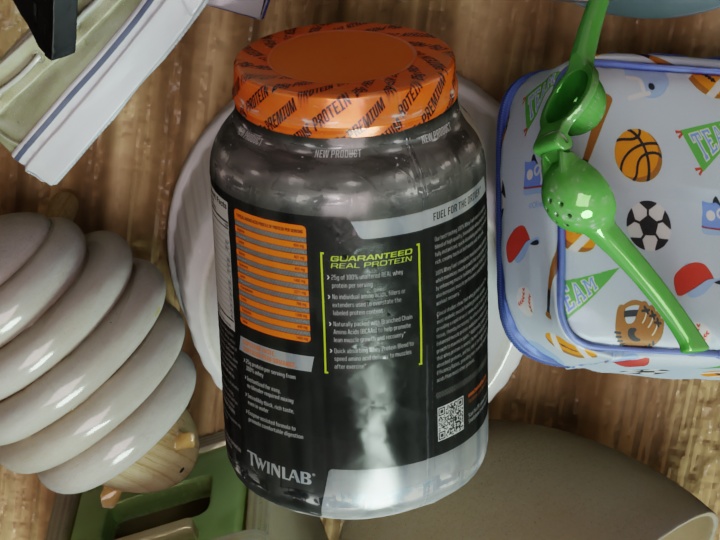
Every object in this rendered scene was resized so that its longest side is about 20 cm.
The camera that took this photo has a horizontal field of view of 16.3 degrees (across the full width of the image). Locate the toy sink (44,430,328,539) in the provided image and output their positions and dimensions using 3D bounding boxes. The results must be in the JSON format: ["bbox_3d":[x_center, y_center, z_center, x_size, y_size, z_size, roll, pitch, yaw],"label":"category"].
[{"bbox_3d":[-0.089,0.176,1.280,0.130,0.200,0.112,-17,114,9],"label":"toy sink"}]

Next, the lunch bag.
[{"bbox_3d":[0.163,-0.029,1.210,0.200,0.076,0.161,2,80,-24],"label":"lunch bag"}]

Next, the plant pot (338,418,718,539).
[{"bbox_3d":[0.067,0.154,1.295,0.134,0.200,0.200,43,112,20],"label":"plant pot"}]

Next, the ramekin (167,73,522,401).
[{"bbox_3d":[0.000,0.000,1.258,0.202,0.094,0.203,0,115,0],"label":"ramekin"}]

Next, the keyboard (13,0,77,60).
[{"bbox_3d":[-0.118,-0.174,1.050,0.040,0.104,0.200,-14,140,-21],"label":"keyboard"}]

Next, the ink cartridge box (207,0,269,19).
[{"bbox_3d":[-0.092,-0.204,1.175,0.200,0.076,0.137,15,114,-5],"label":"ink cartridge box"}]

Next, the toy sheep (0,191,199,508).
[{"bbox_3d":[-0.152,0.034,1.250,0.138,0.138,0.200,-38,109,16],"label":"toy sheep"}]

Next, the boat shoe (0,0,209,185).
[{"bbox_3d":[-0.107,-0.124,1.135,0.062,0.072,0.200,37,111,-10],"label":"boat shoe"}]

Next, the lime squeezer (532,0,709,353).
[{"bbox_3d":[0.112,-0.060,1.133,0.070,0.038,0.200,-7,82,-14],"label":"lime squeezer"}]

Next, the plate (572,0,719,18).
[{"bbox_3d":[0.144,-0.212,1.199,0.200,0.026,0.201,0,113,0],"label":"plate"}]

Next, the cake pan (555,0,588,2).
[{"bbox_3d":[0.108,-0.215,1.164,0.200,0.037,0.201,0,115,0],"label":"cake pan"}]

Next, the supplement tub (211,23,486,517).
[{"bbox_3d":[-0.004,-0.001,1.131,0.122,0.123,0.200,-1,114,1],"label":"supplement tub"}]
